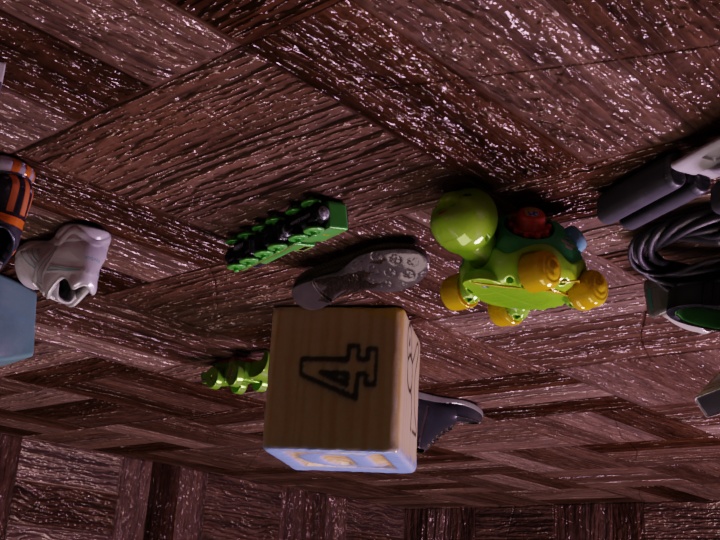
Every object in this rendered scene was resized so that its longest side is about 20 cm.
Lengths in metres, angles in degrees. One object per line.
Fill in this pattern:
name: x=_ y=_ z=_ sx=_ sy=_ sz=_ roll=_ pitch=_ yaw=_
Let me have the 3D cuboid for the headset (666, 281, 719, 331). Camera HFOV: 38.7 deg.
headset: x=0.418 y=0.028 z=1.058 sx=0.198 sy=0.095 sz=0.123 roll=3 pitch=165 yaw=37

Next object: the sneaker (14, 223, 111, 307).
sneaker: x=-0.365 y=0.004 z=1.224 sx=0.070 sy=0.082 sz=0.199 roll=15 pitch=160 yaw=-35

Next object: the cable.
cable: x=0.378 y=-0.019 z=1.061 sx=0.197 sy=0.052 sz=0.163 roll=0 pitch=161 yaw=13

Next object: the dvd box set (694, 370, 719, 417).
dvd box set: x=0.472 y=0.084 z=1.131 sx=0.199 sy=0.030 sz=0.146 roll=-32 pitch=177 yaw=-40

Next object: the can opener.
can opener: x=0.283 y=-0.066 z=0.911 sx=0.053 sy=0.068 sz=0.200 roll=11 pitch=160 yaw=-20

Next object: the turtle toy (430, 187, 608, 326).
turtle toy: x=0.149 y=-0.016 z=1.031 sx=0.198 sy=0.103 sz=0.145 roll=20 pitch=156 yaw=-38

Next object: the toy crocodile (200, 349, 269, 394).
toy crocodile: x=-0.207 y=0.172 z=1.736 sx=0.067 sy=0.063 sz=0.199 roll=15 pitch=163 yaw=-33

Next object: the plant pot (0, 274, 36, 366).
plant pot: x=-0.543 y=0.065 z=1.362 sx=0.198 sy=0.144 sz=0.140 roll=10 pitch=162 yaw=-41

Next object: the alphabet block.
alphabet block: x=-0.020 y=0.175 z=1.473 sx=0.193 sy=0.203 sz=0.196 roll=0 pitch=161 yaw=9

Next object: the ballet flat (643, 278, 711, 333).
ballet flat: x=0.427 y=0.047 z=1.225 sx=0.197 sy=0.065 sz=0.067 roll=9 pitch=161 yaw=-15

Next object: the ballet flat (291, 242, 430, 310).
ballet flat: x=0.000 y=0.000 z=1.210 sx=0.198 sy=0.047 sz=0.068 roll=-19 pitch=120 yaw=38

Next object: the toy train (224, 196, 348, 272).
toy train: x=-0.083 y=-0.036 z=1.119 sx=0.056 sy=0.042 sz=0.199 roll=4 pitch=165 yaw=-36

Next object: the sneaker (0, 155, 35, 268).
sneaker: x=-0.419 y=-0.048 z=1.026 sx=0.197 sy=0.114 sz=0.077 roll=-6 pitch=159 yaw=27

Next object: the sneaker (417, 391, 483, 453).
sneaker: x=0.146 y=0.298 z=1.951 sx=0.198 sy=0.108 sz=0.075 roll=14 pitch=159 yaw=-28

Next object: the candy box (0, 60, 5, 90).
candy box: x=-0.372 y=-0.126 z=0.752 sx=0.060 sy=0.138 sz=0.199 roll=-10 pitch=156 yaw=40
